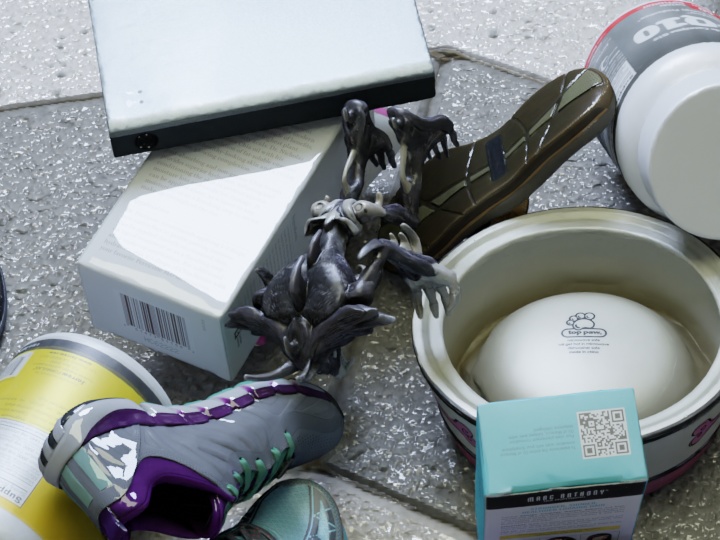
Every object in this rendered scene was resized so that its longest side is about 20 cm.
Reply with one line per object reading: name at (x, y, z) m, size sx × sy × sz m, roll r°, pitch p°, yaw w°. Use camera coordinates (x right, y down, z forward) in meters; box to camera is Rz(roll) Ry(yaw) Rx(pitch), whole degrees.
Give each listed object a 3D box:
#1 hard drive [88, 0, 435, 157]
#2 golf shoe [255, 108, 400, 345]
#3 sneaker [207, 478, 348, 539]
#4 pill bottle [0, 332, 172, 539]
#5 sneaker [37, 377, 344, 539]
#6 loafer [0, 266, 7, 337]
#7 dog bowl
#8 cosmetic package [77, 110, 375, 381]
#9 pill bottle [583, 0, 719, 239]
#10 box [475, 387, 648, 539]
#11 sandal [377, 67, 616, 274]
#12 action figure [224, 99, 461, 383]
hard drive at (-0.063, -0.146, 1.463) m, size 0.198 × 0.033 × 0.140 m, roll -11°, pitch 53°, yaw -4°
golf shoe at (-0.034, -0.026, 1.527) m, size 0.091 × 0.076 × 0.200 m, roll 38°, pitch 66°, yaw 27°
sneaker at (-0.062, 0.178, 1.287) m, size 0.079 × 0.096 × 0.200 m, roll 14°, pitch 47°, yaw 19°
pill bottle at (-0.191, 0.138, 1.333) m, size 0.111 × 0.113 × 0.200 m, roll 14°, pitch 47°, yaw 21°
sneaker at (-0.078, 0.115, 1.304) m, size 0.199 × 0.075 × 0.088 m, roll -5°, pitch 43°, yaw -40°
loafer at (-0.267, 0.036, 1.484) m, size 0.071 × 0.063 × 0.201 m, roll 1°, pitch 44°, yaw 8°
dog bowl at (0.131, 0.055, 1.413) m, size 0.198 × 0.074 × 0.201 m, roll -4°, pitch 43°, yaw 4°
cosmetic package at (-0.078, -0.043, 1.453) m, size 0.101 × 0.071 × 0.201 m, roll 21°, pitch 59°, yaw 18°
pill bottle at (0.207, -0.095, 1.483) m, size 0.113 × 0.115 × 0.200 m, roll -8°, pitch 18°, yaw -2°
box at (0.102, 0.118, 1.256) m, size 0.082 × 0.200 × 0.050 m, roll -6°, pitch 69°, yaw 0°
sandal at (0.089, -0.053, 1.494) m, size 0.200 × 0.055 × 0.082 m, roll -37°, pitch 32°, yaw 25°
action figure at (0.000, 0.000, 1.376) m, size 0.118 × 0.102 × 0.201 m, roll -5°, pitch 50°, yaw 39°
